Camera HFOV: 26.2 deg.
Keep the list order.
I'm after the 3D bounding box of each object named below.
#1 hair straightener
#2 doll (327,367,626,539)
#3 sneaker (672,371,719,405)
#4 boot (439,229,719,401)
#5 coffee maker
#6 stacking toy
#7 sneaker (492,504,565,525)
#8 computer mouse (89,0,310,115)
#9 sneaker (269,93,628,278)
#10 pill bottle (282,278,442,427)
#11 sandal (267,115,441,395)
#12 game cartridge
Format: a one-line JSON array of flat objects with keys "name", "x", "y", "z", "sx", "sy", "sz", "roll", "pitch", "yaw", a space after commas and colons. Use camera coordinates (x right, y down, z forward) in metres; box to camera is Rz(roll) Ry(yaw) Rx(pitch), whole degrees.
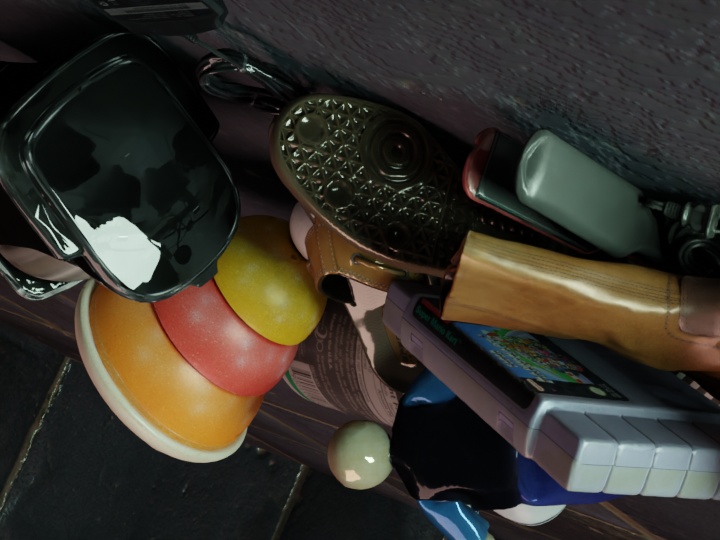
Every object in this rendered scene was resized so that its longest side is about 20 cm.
[{"name": "hair straightener", "x": 0.141, "y": -0.010, "z": 0.717, "sx": 0.199, "sy": 0.041, "sz": 0.077, "roll": 31, "pitch": 167, "yaw": -31}, {"name": "doll", "x": 0.080, "y": 0.105, "z": 0.881, "sx": 0.198, "sy": 0.138, "sz": 0.048, "roll": -2, "pitch": -166, "yaw": 1}, {"name": "sneaker", "x": 0.229, "y": 0.089, "z": 0.958, "sx": 0.115, "sy": 0.076, "sz": 0.201, "roll": 28, "pitch": 163, "yaw": 25}, {"name": "boot", "x": 0.140, "y": 0.007, "z": 0.665, "sx": 0.198, "sy": 0.069, "sz": 0.188, "roll": 17, "pitch": 170, "yaw": -4}, {"name": "coffee maker", "x": -0.181, "y": -0.067, "z": 0.880, "sx": 0.191, "sy": 0.136, "sz": 0.200, "roll": 30, "pitch": 167, "yaw": -24}, {"name": "stacking toy", "x": -0.068, "y": 0.013, "z": 0.973, "sx": 0.146, "sy": 0.200, "sz": 0.147, "roll": 41, "pitch": -155, "yaw": -24}, {"name": "sneaker", "x": 0.088, "y": 0.122, "z": 1.035, "sx": 0.071, "sy": 0.073, "sz": 0.200, "roll": 67, "pitch": 169, "yaw": -27}, {"name": "computer mouse", "x": -0.072, "y": -0.117, "z": 0.711, "sx": 0.058, "sy": 0.034, "sz": 0.200, "roll": 1, "pitch": 166, "yaw": 21}, {"name": "sneaker", "x": 0.037, "y": -0.023, "z": 0.792, "sx": 0.199, "sy": 0.071, "sz": 0.075, "roll": 27, "pitch": 168, "yaw": -12}, {"name": "pill bottle", "x": 0.043, "y": 0.049, "z": 0.999, "sx": 0.199, "sy": 0.114, "sz": 0.113, "roll": 11, "pitch": 163, "yaw": 47}, {"name": "sandal", "x": 0.000, "y": 0.000, "z": 0.856, "sx": 0.081, "sy": 0.055, "sz": 0.201, "roll": 6, "pitch": 130, "yaw": 32}, {"name": "game cartridge", "x": 0.104, "y": 0.054, "z": 0.769, "sx": 0.129, "sy": 0.039, "sz": 0.200, "roll": 12, "pitch": -166, "yaw": -29}]
